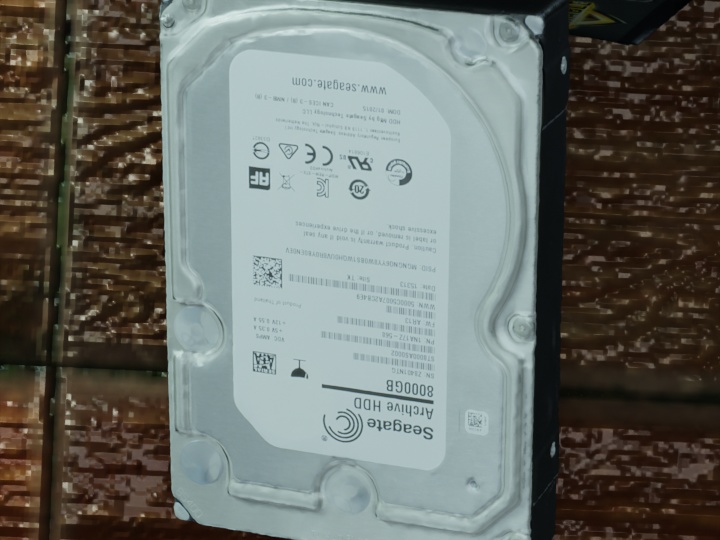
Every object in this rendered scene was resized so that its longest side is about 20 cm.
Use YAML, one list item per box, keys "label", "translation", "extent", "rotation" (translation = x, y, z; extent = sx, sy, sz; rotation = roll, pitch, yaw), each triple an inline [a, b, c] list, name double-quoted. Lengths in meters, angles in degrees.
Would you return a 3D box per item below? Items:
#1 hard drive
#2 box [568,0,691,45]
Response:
- label: "hard drive"
  translation: [0.000, 0.000, 0.890]
  extent: [0.139, 0.038, 0.201]
  rotation: [8, 111, 19]
- label: "box"
  translation: [0.036, -0.121, 0.838]
  extent: [0.158, 0.200, 0.046]
  rotation: [9, 86, -5]
